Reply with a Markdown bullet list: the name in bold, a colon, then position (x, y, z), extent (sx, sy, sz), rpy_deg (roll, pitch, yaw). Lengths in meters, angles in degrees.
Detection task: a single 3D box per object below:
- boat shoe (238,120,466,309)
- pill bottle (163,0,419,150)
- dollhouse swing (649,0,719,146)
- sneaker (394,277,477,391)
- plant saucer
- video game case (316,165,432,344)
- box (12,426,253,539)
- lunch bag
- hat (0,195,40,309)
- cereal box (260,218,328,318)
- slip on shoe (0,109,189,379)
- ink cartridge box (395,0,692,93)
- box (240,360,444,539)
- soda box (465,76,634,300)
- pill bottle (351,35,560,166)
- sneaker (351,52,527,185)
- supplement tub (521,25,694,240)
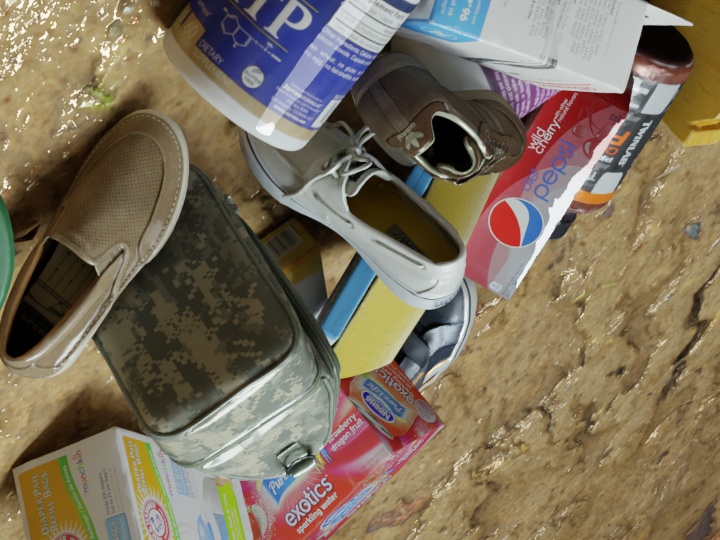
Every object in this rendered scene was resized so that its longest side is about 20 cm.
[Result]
- **boat shoe**: position (-0.003, -0.062, 1.523), extent (0.074, 0.202, 0.086), rpy_deg (-39, 165, -26)
- **pill bottle**: position (-0.025, -0.189, 1.408), extent (0.200, 0.120, 0.119), rpy_deg (-51, 152, 13)
- **dollhouse swing**: position (0.349, -0.213, 1.852), extent (0.175, 0.182, 0.201), rpy_deg (13, 121, -38)
- **sneaker**: position (0.028, 0.077, 1.909), extent (0.079, 0.078, 0.201), rpy_deg (-15, 143, -53)
- **plant saucer**: position (0.051, -0.022, 1.702), extent (0.200, 0.048, 0.200), rpy_deg (-58, -177, 41)
- **video game case**: position (0.000, 0.000, 1.667), extent (0.144, 0.018, 0.200), rpy_deg (-60, -178, -10)
- **box**: position (-0.177, 0.207, 1.744), extent (0.101, 0.113, 0.200), rpy_deg (-22, 158, 19)
- **lunch bag**: position (-0.108, 0.046, 1.550), extent (0.139, 0.200, 0.168), rpy_deg (-34, 151, -1)
- **hat**: position (-0.309, -0.024, 1.368), extent (0.165, 0.176, 0.200), rpy_deg (-41, 114, -5)
- **cereal box**: position (-0.090, 0.058, 1.762), extent (0.144, 0.040, 0.200), rpy_deg (-37, 152, -15)
- **slip on shoe**: position (-0.183, -0.018, 1.454), extent (0.201, 0.076, 0.061), rpy_deg (-56, 169, 2)
- **ink cartridge box**: position (0.116, -0.172, 1.500), extent (0.199, 0.116, 0.068), rpy_deg (16, 90, -25)
- **box**: position (-0.037, 0.164, 1.867), extent (0.200, 0.100, 0.095), rpy_deg (-46, 166, 32)
- **soda box**: position (0.143, -0.078, 1.743), extent (0.201, 0.063, 0.070), rpy_deg (-60, -176, 30)
- **pill bottle**: position (0.094, -0.164, 1.616), extent (0.199, 0.112, 0.113), rpy_deg (-34, 152, -18)
- **sneaker**: position (0.064, -0.086, 1.503), extent (0.070, 0.076, 0.200), rpy_deg (-40, 151, 21)
- **supplement tub**: position (0.188, -0.123, 1.811), extent (0.107, 0.107, 0.201), rpy_deg (-10, 138, -48)
